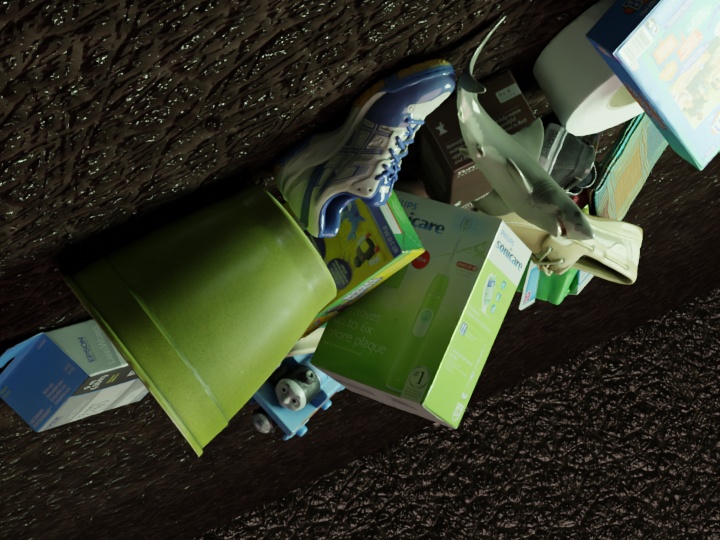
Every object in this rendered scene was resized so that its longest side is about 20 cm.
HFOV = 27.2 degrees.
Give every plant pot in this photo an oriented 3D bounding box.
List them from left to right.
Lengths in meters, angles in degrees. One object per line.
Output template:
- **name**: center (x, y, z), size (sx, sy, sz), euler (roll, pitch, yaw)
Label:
- **plant pot**: center (-0.132, 0.028, 1.343), size (0.192, 0.201, 0.201), euler (-38, 168, -9)

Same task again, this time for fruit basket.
- **fruit basket**: center (0.241, -0.069, 1.706), size (0.185, 0.093, 0.202), euler (-37, 148, -59)

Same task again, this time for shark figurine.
- **shark figurine**: center (0.137, -0.127, 1.367), size (0.089, 0.215, 0.128), euler (-45, -154, -23)

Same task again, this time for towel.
- **towel**: center (0.309, -0.129, 1.670), size (0.201, 0.022, 0.147), euler (-57, 155, -20)

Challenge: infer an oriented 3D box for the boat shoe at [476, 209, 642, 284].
- **boat shoe**: center (0.213, -0.029, 1.589), size (0.198, 0.066, 0.072), euler (12, 166, -24)

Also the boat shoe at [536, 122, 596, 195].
- **boat shoe**: center (0.206, -0.104, 1.501), size (0.200, 0.066, 0.070), euler (71, 42, -82)

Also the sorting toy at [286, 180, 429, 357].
- **sorting toy**: center (0.000, 0.000, 1.589), size (0.184, 0.036, 0.201), euler (-6, 125, -55)

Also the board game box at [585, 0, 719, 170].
- **board game box**: center (0.308, -0.205, 1.346), size (0.152, 0.045, 0.200), euler (-47, 134, 2)

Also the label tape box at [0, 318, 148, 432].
- **label tape box**: center (-0.291, 0.106, 1.537), size (0.199, 0.066, 0.143), euler (-18, 164, -43)

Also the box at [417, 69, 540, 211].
- **box**: center (0.117, -0.119, 1.507), size (0.100, 0.075, 0.200), euler (-27, 165, -5)

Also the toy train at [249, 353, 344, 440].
- **toy train**: center (-0.050, 0.117, 1.760), size (0.200, 0.087, 0.114), euler (-40, 174, -42)

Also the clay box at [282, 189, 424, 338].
- **clay box**: center (-0.043, -0.016, 1.473), size (0.199, 0.116, 0.047), euler (-36, 164, 29)

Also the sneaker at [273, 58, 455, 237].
- **sneaker**: center (0.017, -0.105, 1.321), size (0.199, 0.089, 0.075), euler (-37, 163, 27)

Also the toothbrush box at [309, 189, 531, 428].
- **toothbrush box**: center (0.061, 0.036, 1.500), size (0.086, 0.145, 0.201), euler (40, 72, -54)

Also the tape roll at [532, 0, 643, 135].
- **tape roll**: center (0.272, -0.216, 1.463), size (0.201, 0.071, 0.203), euler (-26, 166, -7)
